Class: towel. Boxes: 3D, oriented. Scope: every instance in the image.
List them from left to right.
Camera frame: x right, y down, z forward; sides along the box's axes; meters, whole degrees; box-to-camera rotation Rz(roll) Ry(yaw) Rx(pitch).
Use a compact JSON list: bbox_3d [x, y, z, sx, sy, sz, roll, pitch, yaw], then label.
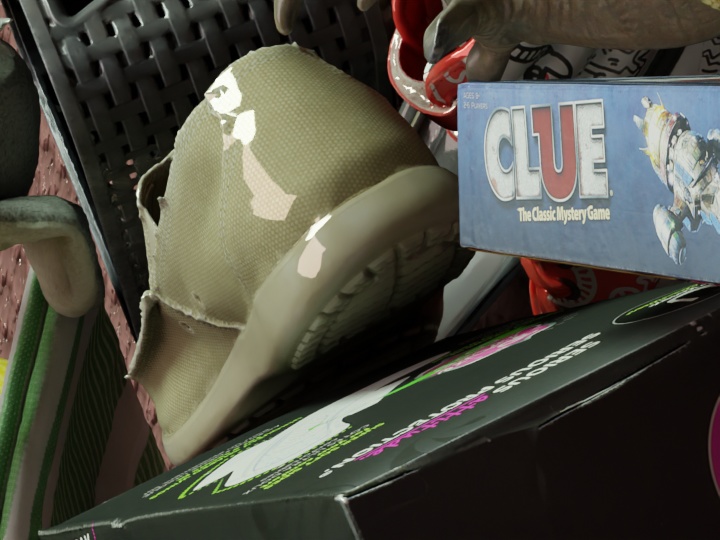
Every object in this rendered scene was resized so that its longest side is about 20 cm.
[{"bbox_3d":[-0.080,0.102,0.967,0.200,0.023,0.153,71,-162,-45],"label":"towel"}]

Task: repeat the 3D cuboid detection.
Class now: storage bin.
[{"bbox_3d":[-0.055,-0.074,0.885,0.200,0.094,0.135,87,161,-69],"label":"storage bin"}]

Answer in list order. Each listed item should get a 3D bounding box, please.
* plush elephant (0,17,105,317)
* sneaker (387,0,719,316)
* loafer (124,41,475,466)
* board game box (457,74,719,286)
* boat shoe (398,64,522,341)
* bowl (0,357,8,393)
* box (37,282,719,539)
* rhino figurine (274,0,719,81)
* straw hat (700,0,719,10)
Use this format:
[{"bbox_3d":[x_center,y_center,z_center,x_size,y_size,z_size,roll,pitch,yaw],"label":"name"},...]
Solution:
[{"bbox_3d":[-0.162,-0.036,0.868,0.165,0.200,0.155,69,-163,9],"label":"plush elephant"},{"bbox_3d":[0.051,-0.027,0.715,0.067,0.108,0.202,-113,34,-49],"label":"sneaker"},{"bbox_3d":[-0.020,-0.004,0.733,0.068,0.076,0.200,62,160,9],"label":"loafer"},{"bbox_3d":[0.117,-0.017,0.508,0.200,0.135,0.035,-170,78,-68],"label":"board game box"},{"bbox_3d":[0.000,0.000,0.836,0.066,0.070,0.200,44,137,5],"label":"boat shoe"},{"bbox_3d":[-0.136,0.123,1.054,0.108,0.200,0.201,-12,74,58],"label":"bowl"},{"bbox_3d":[0.037,0.094,0.643,0.149,0.124,0.200,66,157,-3],"label":"box"},{"bbox_3d":[0.070,-0.093,0.608,0.088,0.200,0.060,67,-169,10],"label":"rhino figurine"},{"bbox_3d":[0.095,-0.084,0.518,0.201,0.201,0.085,-117,26,-53],"label":"straw hat"}]
